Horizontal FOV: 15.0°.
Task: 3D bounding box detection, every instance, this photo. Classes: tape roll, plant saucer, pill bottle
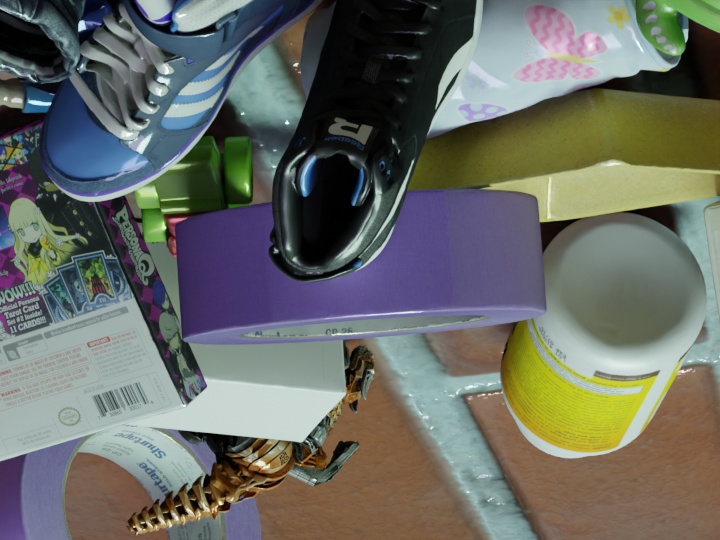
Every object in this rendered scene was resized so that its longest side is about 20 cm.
[{"bbox_3d":[0.000,0.000,1.489,0.199,0.066,0.200,-4,174,0],"label":"tape roll"},{"bbox_3d":[0.118,-0.063,1.511,0.199,0.049,0.199,-9,173,41],"label":"plant saucer"},{"bbox_3d":[0.151,0.050,1.763,0.109,0.110,0.200,0,155,-7],"label":"pill bottle"},{"bbox_3d":[-0.165,0.177,1.876,0.199,0.201,0.066,17,149,-37],"label":"tape roll"}]

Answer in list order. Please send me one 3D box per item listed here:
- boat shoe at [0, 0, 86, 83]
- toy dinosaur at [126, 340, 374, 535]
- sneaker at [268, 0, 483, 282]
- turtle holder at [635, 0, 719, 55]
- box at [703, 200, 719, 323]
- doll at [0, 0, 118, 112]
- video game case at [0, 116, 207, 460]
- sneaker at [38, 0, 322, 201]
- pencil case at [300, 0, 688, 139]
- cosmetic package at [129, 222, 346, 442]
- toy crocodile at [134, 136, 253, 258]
[{"bbox_3d":[-0.192,-0.166,1.258,0.071,0.091,0.200,-20,144,32],"label":"boat shoe"},{"bbox_3d":[-0.076,0.098,1.800,0.200,0.136,0.102,-38,171,-50],"label":"toy dinosaur"},{"bbox_3d":[0.009,-0.086,1.321,0.073,0.201,0.112,16,-170,4],"label":"sneaker"},{"bbox_3d":[0.178,-0.186,1.249,0.185,0.141,0.132,34,140,12],"label":"turtle holder"},{"bbox_3d":[0.254,-0.004,1.582,0.077,0.096,0.200,-9,-179,15],"label":"box"},{"bbox_3d":[-0.150,-0.114,1.439,0.136,0.049,0.200,-25,155,27],"label":"doll"},{"bbox_3d":[-0.208,0.017,1.589,0.199,0.182,0.036,-18,-169,29],"label":"video game case"},{"bbox_3d":[-0.103,-0.117,1.311,0.200,0.081,0.146,-42,165,12],"label":"sneaker"},{"bbox_3d":[0.067,-0.117,1.414,0.199,0.083,0.091,-17,133,26],"label":"pencil case"},{"bbox_3d":[-0.116,0.037,1.705,0.199,0.108,0.085,5,153,-20],"label":"cosmetic package"},{"bbox_3d":[-0.095,-0.036,1.584,0.067,0.062,0.200,-2,167,-2],"label":"toy crocodile"}]
